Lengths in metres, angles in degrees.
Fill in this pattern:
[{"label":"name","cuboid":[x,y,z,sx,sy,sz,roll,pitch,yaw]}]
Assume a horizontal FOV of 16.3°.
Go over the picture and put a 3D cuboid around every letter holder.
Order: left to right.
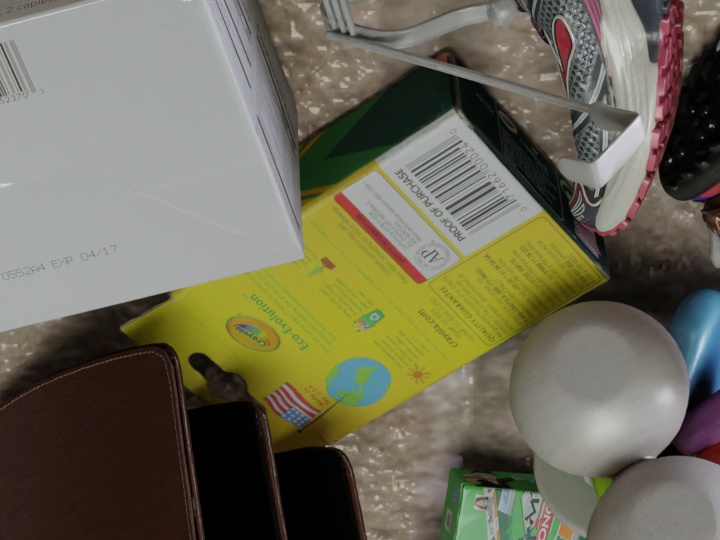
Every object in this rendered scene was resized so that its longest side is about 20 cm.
[{"label":"letter holder","cuboid":[-0.099,0.116,1.216,0.100,0.143,0.199,-2,166,-39]}]

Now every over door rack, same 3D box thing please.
[{"label":"over door rack","cuboid":[0.038,-0.136,0.994,0.066,0.200,0.148,-35,130,-18]}]

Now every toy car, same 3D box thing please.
[{"label":"toy car","cuboid":[0.164,0.095,1.178,0.149,0.201,0.175,-25,155,0]}]

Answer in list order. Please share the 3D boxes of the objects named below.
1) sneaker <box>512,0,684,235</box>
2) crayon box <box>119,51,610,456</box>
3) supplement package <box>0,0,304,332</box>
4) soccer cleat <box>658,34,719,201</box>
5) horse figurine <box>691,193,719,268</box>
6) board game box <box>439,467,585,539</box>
[{"label":"sneaker","cuboid":[0.101,-0.108,1.085,0.074,0.081,0.201,6,124,14]},{"label":"crayon box","cuboid":[0.000,0.000,1.180,0.199,0.051,0.127,-31,125,20]},{"label":"supplement package","cuboid":[-0.141,-0.073,1.074,0.198,0.111,0.156,-14,130,8]},{"label":"soccer cleat","cuboid":[0.211,-0.095,1.105,0.073,0.068,0.200,24,123,-29]},{"label":"horse figurine","cuboid":[0.261,-0.011,1.184,0.198,0.050,0.133,-7,134,9]},{"label":"board game box","cuboid":[0.098,0.207,1.308,0.133,0.029,0.202,6,102,-13]}]
